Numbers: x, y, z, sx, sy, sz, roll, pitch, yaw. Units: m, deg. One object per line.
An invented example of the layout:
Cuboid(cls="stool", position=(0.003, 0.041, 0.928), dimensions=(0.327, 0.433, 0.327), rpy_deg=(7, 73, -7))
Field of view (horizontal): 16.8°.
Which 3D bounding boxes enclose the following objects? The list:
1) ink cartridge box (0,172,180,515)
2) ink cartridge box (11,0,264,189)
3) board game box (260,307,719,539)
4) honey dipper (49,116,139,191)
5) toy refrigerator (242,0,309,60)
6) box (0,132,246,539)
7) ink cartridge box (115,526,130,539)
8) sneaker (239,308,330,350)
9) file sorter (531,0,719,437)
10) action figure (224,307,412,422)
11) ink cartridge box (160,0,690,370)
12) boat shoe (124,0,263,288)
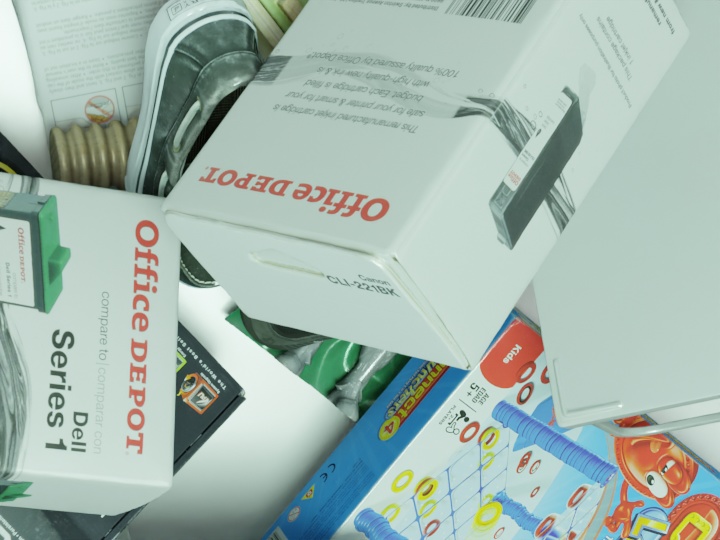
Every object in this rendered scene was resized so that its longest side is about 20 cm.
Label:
Cuboid(cls="ink cartridge box", position=(-0.187, 0.029, 1.127), dimensions=(0.200, 0.084, 0.146), rpy_deg=(7, 73, -24))
Cuboid(cls="ink cartridge box", position=(-0.095, -0.134, 1.250), dimensions=(0.163, 0.057, 0.200), rpy_deg=(-12, 122, -7))
Cuboid(cls="board game box", position=(0.074, 0.140, 1.286), dimensions=(0.196, 0.056, 0.200), rpy_deg=(38, 94, -28))
Cuboid(cls="honey dipper", position=(-0.058, -0.065, 1.250), dimensions=(0.200, 0.038, 0.038), rpy_deg=(-7, 101, -14))
Cuboid(cls="toy refrigerator", position=(-0.013, -0.125, 1.192), dimensions=(0.076, 0.070, 0.200), rpy_deg=(-40, 113, -5))
Cuboid(cls="box", position=(-0.179, 0.047, 1.203), dimensions=(0.200, 0.049, 0.161), rpy_deg=(48, 63, -8))
Cuboid(cls="ink cartridge box", position=(-0.185, 0.184, 1.271), dimensions=(0.200, 0.068, 0.115), rpy_deg=(8, 101, -10))
Cuboid(cls="sneaker", position=(0.000, 0.000, 1.169), dimensions=(0.066, 0.091, 0.200), rpy_deg=(45, 133, -16))
Cuboid(cls="file sorter", position=(0.160, -0.028, 1.198), dimensions=(0.139, 0.125, 0.200), rpy_deg=(-13, 77, 16))
Cuboid(cls="action figure", position=(0.036, -0.016, 1.281), dimensions=(0.118, 0.055, 0.200), rpy_deg=(38, 88, -11))
Cuboid(cls="ink cartridge box", position=(0.029, -0.066, 1.076), dimensions=(0.200, 0.144, 0.084), rpy_deg=(-55, 133, -23))
Cuboid(cls="boat shoe", position=(-0.074, -0.045, 1.180), dimensions=(0.072, 0.071, 0.200), rpy_deg=(-15, 145, -11))
